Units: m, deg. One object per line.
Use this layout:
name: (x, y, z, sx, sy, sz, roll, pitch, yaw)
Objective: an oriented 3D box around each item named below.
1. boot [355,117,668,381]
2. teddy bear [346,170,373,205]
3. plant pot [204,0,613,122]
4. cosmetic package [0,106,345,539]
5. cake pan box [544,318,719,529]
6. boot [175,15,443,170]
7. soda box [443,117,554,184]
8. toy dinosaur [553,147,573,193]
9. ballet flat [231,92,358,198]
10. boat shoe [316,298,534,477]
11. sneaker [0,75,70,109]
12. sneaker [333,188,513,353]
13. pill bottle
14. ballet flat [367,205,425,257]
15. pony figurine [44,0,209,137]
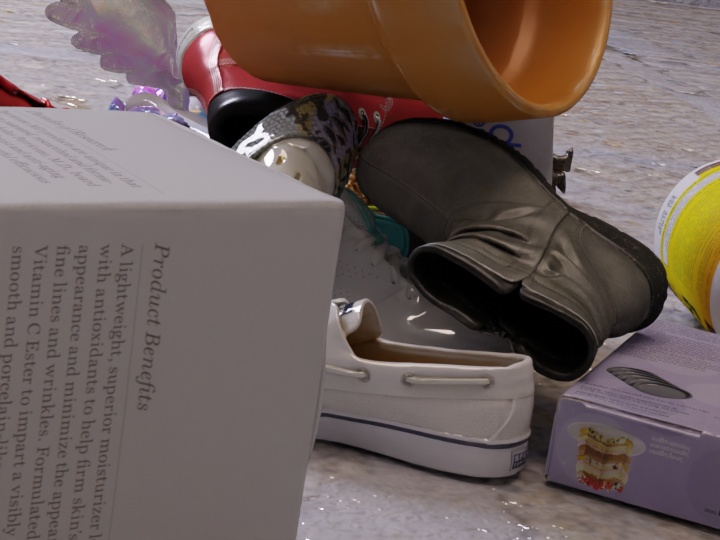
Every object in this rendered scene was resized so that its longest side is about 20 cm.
boot: (0.059, -0.018, 1.009, 0.200, 0.068, 0.131, 31, 23, 22)
teddy bear: (0.007, -0.050, 1.352, 0.199, 0.067, 0.145, 9, 4, 24)
plant pot: (0.017, -0.176, 1.081, 0.183, 0.201, 0.200, -4, 6, 33)
cosmetic package: (-0.138, 0.031, 0.741, 0.200, 0.165, 0.165, -1, 17, -35)
cake pan box: (0.213, 0.085, 0.972, 0.199, 0.052, 0.184, 14, 18, 18)
boot: (-0.012, -0.079, 1.187, 0.200, 0.073, 0.144, 17, 24, -25)
soda box: (0.081, -0.070, 1.157, 0.063, 0.201, 0.068, 6, -27, -1)
toy dinosaur: (0.110, -0.084, 1.531, 0.102, 0.077, 0.200, -5, 22, -6)
ballet flat: (-0.061, -0.021, 1.021, 0.200, 0.072, 0.072, -42, 40, -21)
boat shoe: (-0.011, 0.045, 0.946, 0.199, 0.070, 0.071, 13, 15, 14)
sneaker: (-0.164, -0.060, 1.073, 0.199, 0.079, 0.116, 9, -15, 26)
sneaker: (0.000, 0.000, 1.086, 0.200, 0.089, 0.075, 17, 15, 26)
pill bottle: (0.255, 0.002, 1.186, 0.109, 0.110, 0.200, 7, 15, -8)
ballet flat: (0.036, -0.007, 1.199, 0.199, 0.067, 0.067, 8, -14, -1)
pony figurine: (-0.139, -0.095, 1.287, 0.193, 0.167, 0.200, 19, 16, -32)
